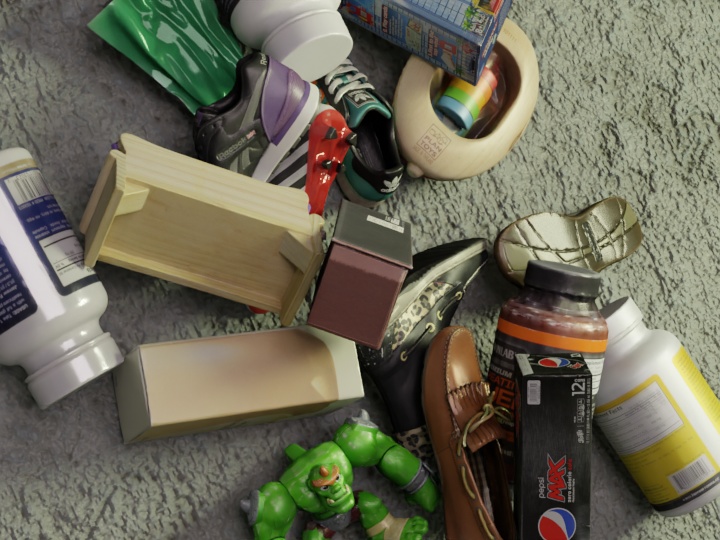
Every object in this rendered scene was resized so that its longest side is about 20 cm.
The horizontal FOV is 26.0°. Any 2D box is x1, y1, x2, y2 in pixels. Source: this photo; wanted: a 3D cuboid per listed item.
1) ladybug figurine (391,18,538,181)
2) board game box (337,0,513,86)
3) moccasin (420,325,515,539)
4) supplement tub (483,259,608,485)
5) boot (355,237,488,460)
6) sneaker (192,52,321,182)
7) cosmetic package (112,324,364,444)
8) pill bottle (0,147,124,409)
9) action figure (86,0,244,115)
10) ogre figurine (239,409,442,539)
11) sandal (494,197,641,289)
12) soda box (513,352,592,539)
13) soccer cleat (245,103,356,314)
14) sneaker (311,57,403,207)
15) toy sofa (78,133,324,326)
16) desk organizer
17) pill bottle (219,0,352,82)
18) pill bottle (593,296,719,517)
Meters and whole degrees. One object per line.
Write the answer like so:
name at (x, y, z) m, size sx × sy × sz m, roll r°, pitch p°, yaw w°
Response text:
ladybug figurine at (0.096, -0.165, 1.535) m, size 0.136 × 0.072 × 0.201 m, roll 42°, pitch 64°, yaw -7°
board game box at (0.054, -0.296, 1.518) m, size 0.198 × 0.062 × 0.201 m, roll 18°, pitch 58°, yaw 10°
moccasin at (0.101, 0.150, 1.383) m, size 0.073 × 0.077 × 0.204 m, roll 5°, pitch 76°, yaw -47°
supplement tub at (0.171, 0.095, 1.451) m, size 0.106 × 0.107 × 0.203 m, roll 7°, pitch 97°, yaw -21°
boot at (0.072, 0.070, 1.473) m, size 0.203 × 0.073 × 0.155 m, roll -36°, pitch 109°, yaw -43°
sneaker at (-0.126, -0.102, 1.390) m, size 0.087 × 0.076 × 0.201 m, roll 31°, pitch 95°, yaw -27°
cosmetic package at (-0.108, 0.098, 1.365) m, size 0.198 × 0.105 × 0.072 m, roll -7°, pitch 78°, yaw -23°
pill bottle at (-0.281, 0.009, 1.306) m, size 0.110 × 0.111 × 0.202 m, roll -29°, pitch 89°, yaw -26°
action figure at (-0.149, -0.189, 1.439) m, size 0.118 × 0.055 × 0.200 m, roll -46°, pitch 108°, yaw -15°
ogre figurine at (-0.025, 0.213, 1.380) m, size 0.199 × 0.098 × 0.121 m, roll -31°, pitch 105°, yaw 2°
sandal at (0.202, -0.025, 1.554) m, size 0.199 × 0.054 × 0.083 m, roll -23°, pitch 91°, yaw -41°
soda box at (0.168, 0.178, 1.370) m, size 0.062 × 0.071 × 0.203 m, roll -1°, pitch 102°, yaw -1°
soccer cleat at (-0.071, -0.060, 1.438) m, size 0.068 × 0.085 × 0.202 m, roll 14°, pitch 97°, yaw -53°
sneaker at (-0.011, -0.163, 1.482) m, size 0.071 × 0.080 × 0.202 m, roll -24°, pitch 85°, yaw -27°
toy sofa at (-0.135, -0.034, 1.332) m, size 0.198 × 0.083 × 0.098 m, roll 17°, pitch 30°, yaw -20°
desk organizer at (0.000, 0.000, 1.370) m, size 0.071 × 0.200 × 0.078 m, roll 19°, pitch 102°, yaw -2°
pill bottle at (-0.084, -0.277, 1.441) m, size 0.110 × 0.112 × 0.202 m, roll -17°, pitch 71°, yaw -26°
pill bottle at (0.285, 0.130, 1.522) m, size 0.112 × 0.112 × 0.201 m, roll -35°, pitch 92°, yaw -26°
